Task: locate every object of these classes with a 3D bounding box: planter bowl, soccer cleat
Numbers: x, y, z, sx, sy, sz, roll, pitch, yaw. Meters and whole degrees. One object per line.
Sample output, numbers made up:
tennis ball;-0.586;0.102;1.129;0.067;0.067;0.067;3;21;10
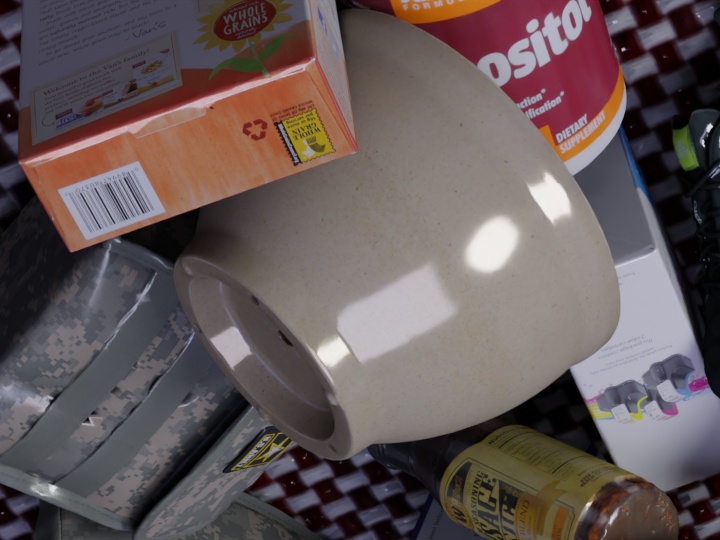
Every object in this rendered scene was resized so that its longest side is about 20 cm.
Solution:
planter bowl;0.000;0.000;1.104;0.135;0.200;0.201;-40;131;-21
soccer cleat;0.187;-0.036;1.195;0.081;0.067;0.201;15;82;-16

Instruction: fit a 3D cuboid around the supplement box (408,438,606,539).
supplement box;0.122;0.198;1.376;0.103;0.101;0.200;-6;134;38

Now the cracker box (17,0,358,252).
cracker box;-0.079;-0.108;1.074;0.133;0.200;0.058;-19;129;9

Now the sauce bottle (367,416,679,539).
sauce bottle;0.079;0.114;1.278;0.066;0.200;0.066;-11;109;-36

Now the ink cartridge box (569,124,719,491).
ink cartridge box;0.145;0.035;1.265;0.068;0.115;0.200;-20;128;10

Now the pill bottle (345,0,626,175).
pill bottle;0.046;-0.139;1.118;0.113;0.113;0.200;-18;128;8

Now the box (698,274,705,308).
box;0.279;0.010;1.206;0.117;0.200;0.197;16;124;-18

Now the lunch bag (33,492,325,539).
lunch bag;-0.107;0.198;1.335;0.200;0.164;0.117;36;120;-29

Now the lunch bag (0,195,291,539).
lunch bag;-0.098;0.047;1.242;0.200;0.118;0.164;27;119;-32
